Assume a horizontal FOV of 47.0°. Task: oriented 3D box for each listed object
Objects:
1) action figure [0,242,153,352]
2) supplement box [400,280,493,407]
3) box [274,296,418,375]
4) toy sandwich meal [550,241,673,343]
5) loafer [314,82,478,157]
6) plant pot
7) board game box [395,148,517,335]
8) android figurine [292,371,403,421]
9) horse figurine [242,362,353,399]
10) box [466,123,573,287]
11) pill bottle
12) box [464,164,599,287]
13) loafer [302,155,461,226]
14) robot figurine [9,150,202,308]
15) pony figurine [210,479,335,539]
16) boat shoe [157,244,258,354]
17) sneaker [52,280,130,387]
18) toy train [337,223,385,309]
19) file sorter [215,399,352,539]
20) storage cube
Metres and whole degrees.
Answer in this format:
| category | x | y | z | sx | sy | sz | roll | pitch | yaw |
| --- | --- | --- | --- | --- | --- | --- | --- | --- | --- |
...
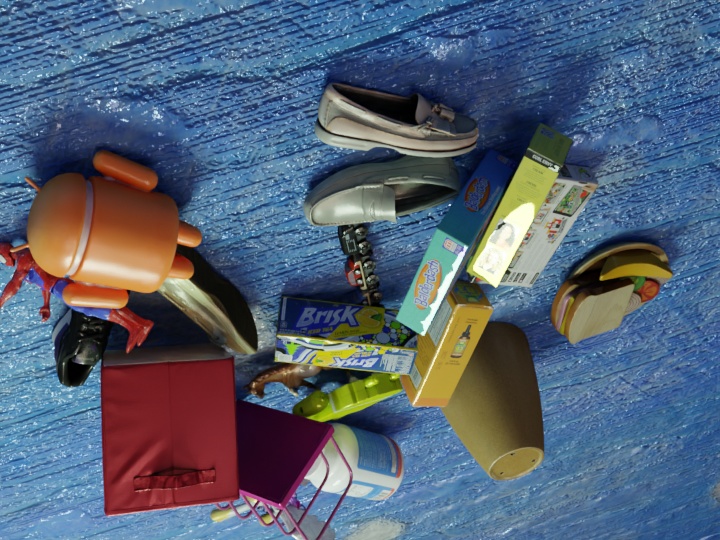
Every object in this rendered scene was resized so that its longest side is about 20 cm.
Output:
| category | x | y | z | sx | sy | sz | roll | pitch | yaw |
| --- | --- | --- | --- | --- | --- | --- | --- | --- | --- |
| action figure | -0.354 | 0.047 | 0.969 | 0.198 | 0.065 | 0.100 | 35 | 94 | -1 |
| supplement box | 0.127 | 0.113 | 1.252 | 0.065 | 0.069 | 0.203 | 5 | 126 | -25 |
| box | -0.020 | 0.092 | 1.161 | 0.195 | 0.071 | 0.065 | 7 | 139 | -5 |
| toy sandwich meal | 0.395 | 0.038 | 1.285 | 0.200 | 0.071 | 0.208 | -10 | 139 | -9 |
| loafer | 0.047 | -0.172 | 0.936 | 0.195 | 0.073 | 0.064 | 0 | 129 | -16 |
| plant pot | 0.216 | 0.220 | 1.322 | 0.182 | 0.202 | 0.189 | -10 | 138 | -9 |
| board game box | 0.120 | -0.038 | 1.021 | 0.044 | 0.201 | 0.154 | 28 | 132 | 7 |
| android figurine | -0.015 | 0.195 | 1.278 | 0.179 | 0.042 | 0.199 | -9 | 162 | -40 |
| horse figurine | -0.067 | 0.146 | 1.255 | 0.197 | 0.051 | 0.133 | -27 | 144 | 14 |
| box | 0.198 | -0.079 | 1.043 | 0.049 | 0.076 | 0.202 | 26 | 131 | 7 |
| pill bottle | -0.024 | 0.320 | 1.401 | 0.112 | 0.114 | 0.198 | -39 | 140 | 23 |
| box | 0.233 | -0.060 | 1.147 | 0.108 | 0.035 | 0.202 | 4 | 134 | -23 |
| loafer | 0.027 | -0.092 | 1.010 | 0.196 | 0.071 | 0.071 | -18 | 138 | 0 |
| robot figurine | -0.279 | -0.043 | 0.922 | 0.197 | 0.118 | 0.144 | 12 | 134 | -31 |
| pony figurine | -0.140 | 0.395 | 1.438 | 0.190 | 0.170 | 0.199 | 18 | 146 | -33 |
| boat shoe | -0.203 | 0.047 | 1.083 | 0.062 | 0.074 | 0.201 | -22 | 137 | 16 |
| sneaker | -0.334 | 0.069 | 1.043 | 0.074 | 0.089 | 0.201 | 11 | 131 | -29 |
| toy train | 0.000 | 0.000 | 1.130 | 0.045 | 0.035 | 0.202 | -13 | 139 | 0 |
| file sorter | -0.131 | 0.305 | 1.243 | 0.197 | 0.140 | 0.127 | 7 | 135 | 37 |
| storage cube | -0.254 | 0.199 | 1.093 | 0.167 | 0.185 | 0.200 | -2 | -179 | -16 |
